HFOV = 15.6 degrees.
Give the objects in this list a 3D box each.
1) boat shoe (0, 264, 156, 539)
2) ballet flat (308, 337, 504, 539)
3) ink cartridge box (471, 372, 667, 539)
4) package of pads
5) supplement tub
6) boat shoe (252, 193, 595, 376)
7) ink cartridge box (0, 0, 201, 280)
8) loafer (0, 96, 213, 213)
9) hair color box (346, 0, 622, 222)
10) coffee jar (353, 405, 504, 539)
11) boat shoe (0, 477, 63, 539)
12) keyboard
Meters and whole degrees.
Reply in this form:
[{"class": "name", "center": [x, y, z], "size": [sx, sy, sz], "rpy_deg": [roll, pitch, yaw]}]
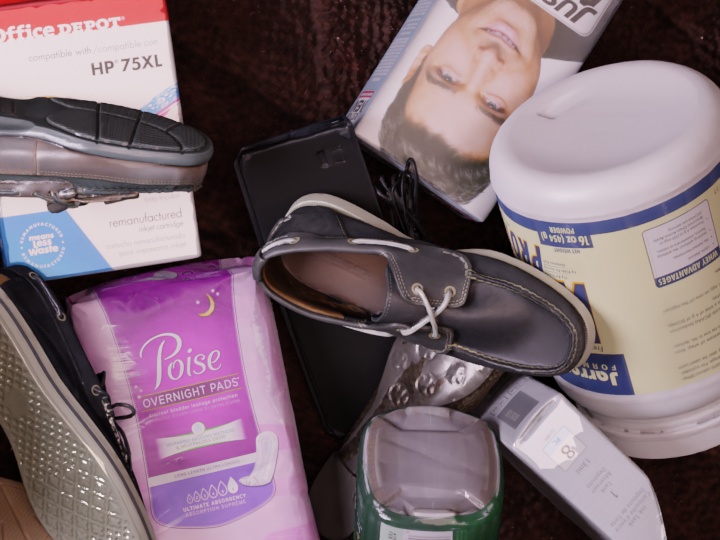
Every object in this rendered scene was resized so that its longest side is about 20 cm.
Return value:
[{"class": "boat shoe", "center": [-0.166, 0.085, 1.489], "size": [0.201, 0.074, 0.062], "rpy_deg": [61, 37, -9]}, {"class": "ballet flat", "center": [0.038, 0.082, 1.569], "size": [0.067, 0.046, 0.201], "rpy_deg": [44, 110, 29]}, {"class": "ink cartridge box", "center": [0.155, 0.142, 1.564], "size": [0.200, 0.160, 0.047], "rpy_deg": [42, 87, -11]}, {"class": "package of pads", "center": [-0.097, 0.098, 1.555], "size": [0.120, 0.076, 0.201], "rpy_deg": [-12, 95, -9]}, {"class": "supplement tub", "center": [0.166, -0.005, 1.542], "size": [0.144, 0.145, 0.201], "rpy_deg": [-24, 121, -9]}, {"class": "boat shoe", "center": [0.035, 0.019, 1.494], "size": [0.199, 0.068, 0.072], "rpy_deg": [20, 117, 14]}, {"class": "ink cartridge box", "center": [-0.165, -0.100, 1.534], "size": [0.115, 0.067, 0.201], "rpy_deg": [-9, 95, -9]}, {"class": "loafer", "center": [-0.184, -0.062, 1.474], "size": [0.199, 0.072, 0.063], "rpy_deg": [9, 113, -2]}, {"class": "hair color box", "center": [0.082, -0.140, 1.584], "size": [0.099, 0.061, 0.201], "rpy_deg": [33, 88, -11]}, {"class": "coffee jar", "center": [0.036, 0.185, 1.533], "size": [0.085, 0.105, 0.201], "rpy_deg": [2, 127, -2]}, {"class": "boat shoe", "center": [-0.269, 0.144, 1.529], "size": [0.199, 0.065, 0.072], "rpy_deg": [15, 47, -1]}, {"class": "keyboard", "center": [0.000, 0.000, 1.576], "size": [0.103, 0.040, 0.201], "rpy_deg": [-14, 114, 7]}]
